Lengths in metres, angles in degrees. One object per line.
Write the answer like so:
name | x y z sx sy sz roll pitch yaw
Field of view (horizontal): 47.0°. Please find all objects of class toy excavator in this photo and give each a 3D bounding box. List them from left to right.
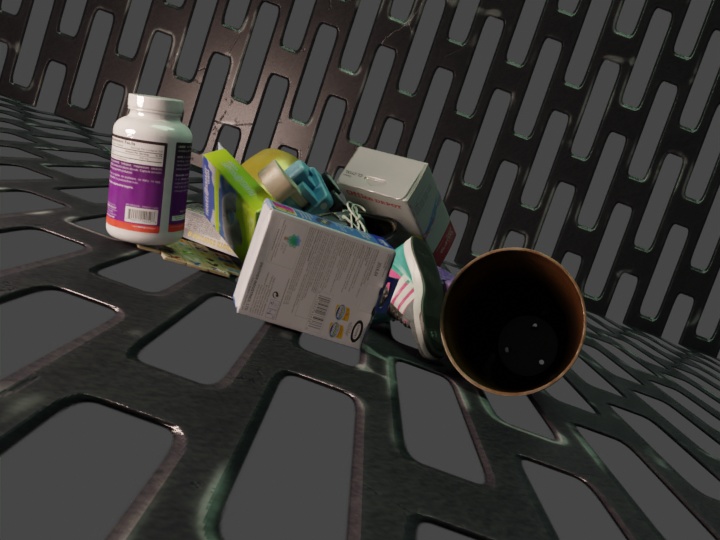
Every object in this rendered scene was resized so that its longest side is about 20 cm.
toy excavator | -0.110 -0.132 1.362 0.200 0.099 0.195 46 11 -37

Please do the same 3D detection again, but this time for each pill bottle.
pill bottle | -0.299 -0.144 1.179 0.110 0.204 0.113 8 11 -2

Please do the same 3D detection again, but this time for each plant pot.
plant pot | -0.170 -0.144 1.575 0.197 0.144 0.201 19 -19 7
plant pot | 0.218 0.087 1.133 0.185 0.189 0.200 22 -7 21

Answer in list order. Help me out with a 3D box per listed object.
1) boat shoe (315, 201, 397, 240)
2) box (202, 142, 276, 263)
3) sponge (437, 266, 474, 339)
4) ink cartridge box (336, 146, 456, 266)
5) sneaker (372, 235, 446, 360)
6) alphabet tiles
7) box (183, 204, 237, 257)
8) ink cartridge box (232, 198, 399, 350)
boat shoe | -0.011 -0.064 1.290 0.199 0.062 0.076 8 52 -52
box | -0.199 -0.102 1.321 0.047 0.123 0.200 -19 46 -30
sponge | 0.125 0.057 1.271 0.029 0.114 0.200 -7 13 -13
ink cartridge box | 0.066 -0.105 1.413 0.144 0.083 0.201 19 -24 32
sneaker | 0.058 0.059 1.202 0.083 0.120 0.202 29 39 -37
alphabet tiles | -0.264 -0.028 1.256 0.164 0.006 0.200 17 7 -24
box | -0.222 -0.061 1.469 0.197 0.049 0.158 20 7 3
ink cartridge box | -0.044 0.010 1.029 0.197 0.138 0.076 18 12 -15
